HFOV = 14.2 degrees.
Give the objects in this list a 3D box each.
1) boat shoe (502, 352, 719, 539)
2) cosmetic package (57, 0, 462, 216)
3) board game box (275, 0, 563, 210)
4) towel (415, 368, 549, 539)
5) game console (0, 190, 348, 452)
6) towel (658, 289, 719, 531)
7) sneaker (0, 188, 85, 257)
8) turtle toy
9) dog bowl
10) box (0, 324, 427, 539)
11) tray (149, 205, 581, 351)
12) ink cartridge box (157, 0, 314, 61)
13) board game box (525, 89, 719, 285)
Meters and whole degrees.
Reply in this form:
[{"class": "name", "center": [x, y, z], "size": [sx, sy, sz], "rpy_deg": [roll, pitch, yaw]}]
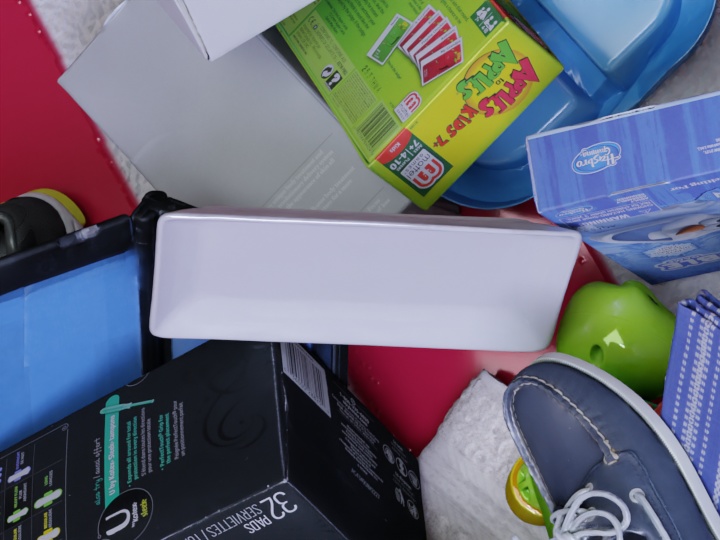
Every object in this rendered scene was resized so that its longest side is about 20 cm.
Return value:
[{"class": "boat shoe", "center": [0.120, 0.124, 1.302], "size": [0.200, 0.062, 0.075], "rpy_deg": [57, 142, 18]}, {"class": "cosmetic package", "center": [-0.056, -0.069, 1.561], "size": [0.107, 0.090, 0.200], "rpy_deg": [-44, 72, 13]}, {"class": "board game box", "center": [0.020, -0.128, 1.495], "size": [0.102, 0.048, 0.200], "rpy_deg": [-45, 38, 11]}, {"class": "towel", "center": [0.096, 0.162, 1.511], "size": [0.200, 0.034, 0.133], "rpy_deg": [40, 90, 17]}, {"class": "game console", "center": [-0.107, 0.071, 1.504], "size": [0.176, 0.116, 0.200], "rpy_deg": [21, 138, 19]}, {"class": "towel", "center": [0.205, 0.110, 1.253], "size": [0.200, 0.024, 0.145], "rpy_deg": [35, 132, 41]}, {"class": "sneaker", "center": [-0.232, 0.038, 1.619], "size": [0.074, 0.085, 0.200], "rpy_deg": [32, 98, 19]}, {"class": "turtle toy", "center": [0.133, 0.101, 1.434], "size": [0.101, 0.146, 0.200], "rpy_deg": [-12, 74, -9]}, {"class": "dog bowl", "center": [0.106, -0.118, 1.521], "size": [0.200, 0.050, 0.112], "rpy_deg": [-44, 75, 12]}, {"class": "box", "center": [-0.085, 0.143, 1.474], "size": [0.200, 0.149, 0.124], "rpy_deg": [-28, 39, 19]}, {"class": "tray", "center": [0.000, 0.000, 1.389], "size": [0.200, 0.107, 0.022], "rpy_deg": [2, 56, -6]}, {"class": "ink cartridge box", "center": [-0.037, -0.215, 1.492], "size": [0.200, 0.083, 0.145], "rpy_deg": [-31, 40, -7]}, {"class": "board game box", "center": [0.206, -0.047, 1.401], "size": [0.200, 0.199, 0.043], "rpy_deg": [-12, 76, 20]}]
